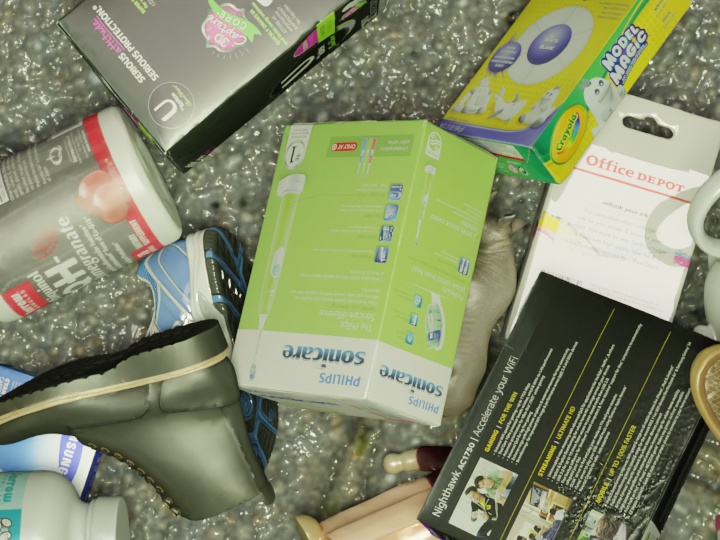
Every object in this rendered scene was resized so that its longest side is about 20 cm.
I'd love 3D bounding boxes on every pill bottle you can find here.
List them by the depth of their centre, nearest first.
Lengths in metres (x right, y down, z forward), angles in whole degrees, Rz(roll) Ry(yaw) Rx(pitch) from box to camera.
[{"bbox_3d":[-0.265,0.197,1.211,0.199,0.111,0.111,-3,86,0],"label":"pill bottle"},{"bbox_3d":[-0.241,-0.030,1.268,0.200,0.111,0.111,-26,86,1],"label":"pill bottle"}]

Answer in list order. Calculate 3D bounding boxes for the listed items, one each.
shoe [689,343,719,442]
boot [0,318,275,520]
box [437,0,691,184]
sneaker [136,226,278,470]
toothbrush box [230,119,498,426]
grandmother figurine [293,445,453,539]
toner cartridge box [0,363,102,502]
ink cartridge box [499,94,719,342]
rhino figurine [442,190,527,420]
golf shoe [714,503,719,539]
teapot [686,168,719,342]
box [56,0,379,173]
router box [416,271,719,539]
[{"bbox_3d":[0.289,0.113,1.160,0.200,0.053,0.070,37,86,-20],"label":"shoe"},{"bbox_3d":[-0.170,0.130,1.231,0.200,0.077,0.139,-17,101,18],"label":"boot"},{"bbox_3d":[0.155,-0.158,1.261,0.200,0.117,0.048,-52,123,-15],"label":"box"},{"bbox_3d":[-0.114,0.071,1.291,0.077,0.076,0.201,-11,86,22],"label":"sneaker"},{"bbox_3d":[0.000,0.000,1.233,0.145,0.086,0.200,1,74,45],"label":"toothbrush box"},{"bbox_3d":[0.060,0.173,1.268,0.200,0.061,0.121,-27,63,-12],"label":"grandmother figurine"},{"bbox_3d":[-0.258,0.178,1.289,0.095,0.043,0.200,17,86,1],"label":"toner cartridge box"},{"bbox_3d":[0.188,-0.027,1.289,0.116,0.067,0.200,17,88,2],"label":"ink cartridge box"},{"bbox_3d":[0.070,0.017,1.279,0.087,0.060,0.200,19,89,24],"label":"rhino figurine"},{"bbox_3d":[0.296,0.211,1.257,0.091,0.075,0.200,24,112,-9],"label":"golf shoe"},{"bbox_3d":[0.306,0.024,1.223,0.146,0.197,0.200,-19,83,0],"label":"teapot"},{"bbox_3d":[-0.098,-0.184,1.260,0.200,0.149,0.124,-39,88,-3],"label":"box"},{"bbox_3d":[0.150,0.118,1.185,0.149,0.051,0.200,23,78,23],"label":"router box"}]
